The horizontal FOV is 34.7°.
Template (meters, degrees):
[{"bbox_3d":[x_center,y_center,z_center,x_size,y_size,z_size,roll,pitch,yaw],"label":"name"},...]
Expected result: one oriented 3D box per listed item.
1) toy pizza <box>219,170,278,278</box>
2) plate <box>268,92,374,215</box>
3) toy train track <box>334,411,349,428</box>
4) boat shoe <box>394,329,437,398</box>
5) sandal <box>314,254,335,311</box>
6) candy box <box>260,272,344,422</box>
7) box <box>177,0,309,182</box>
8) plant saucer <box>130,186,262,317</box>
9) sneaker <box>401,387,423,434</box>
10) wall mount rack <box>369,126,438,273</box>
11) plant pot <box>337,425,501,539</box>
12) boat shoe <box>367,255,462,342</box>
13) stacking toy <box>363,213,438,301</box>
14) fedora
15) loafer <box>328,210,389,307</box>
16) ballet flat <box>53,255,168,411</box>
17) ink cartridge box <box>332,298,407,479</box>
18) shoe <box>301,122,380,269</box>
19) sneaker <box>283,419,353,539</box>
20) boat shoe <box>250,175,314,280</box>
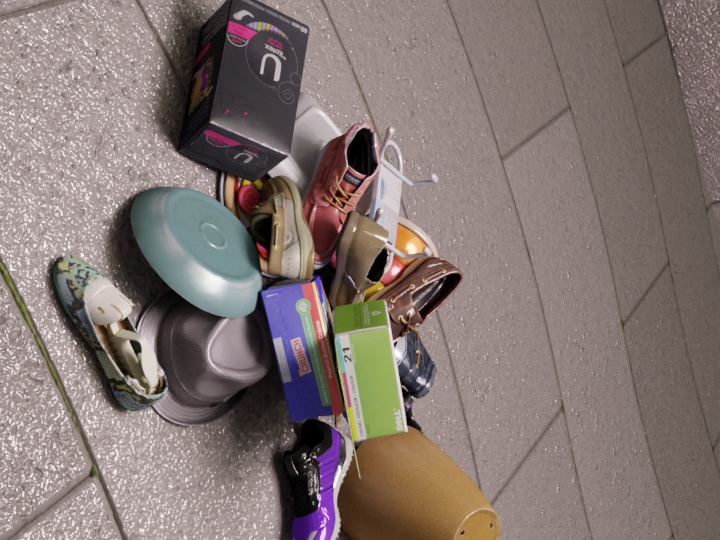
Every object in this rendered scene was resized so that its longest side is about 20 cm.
[{"bbox_3d":[-0.123,-0.091,1.609,0.199,0.031,0.204,21,64,-52],"label":"toy pizza"},{"bbox_3d":[-0.055,-0.151,1.653,0.200,0.032,0.200,50,35,-10],"label":"plate"},{"bbox_3d":[-0.012,0.206,1.586,0.200,0.113,0.033,-143,-130,-76],"label":"toy train track"},{"bbox_3d":[0.066,0.115,1.740,0.091,0.071,0.201,45,21,-18],"label":"boat shoe"},{"bbox_3d":[-0.049,0.005,1.658,0.045,0.074,0.204,19,68,-49],"label":"sandal"},{"bbox_3d":[-0.071,0.096,1.518,0.200,0.076,0.172,-65,143,-86],"label":"candy box"},{"bbox_3d":[-0.152,-0.240,1.514,0.121,0.106,0.203,19,64,-28],"label":"box"},{"bbox_3d":[-0.190,-0.034,1.414,0.199,0.036,0.201,37,28,-23],"label":"plant saucer"},{"bbox_3d":[0.036,0.179,1.719,0.076,0.087,0.202,-48,120,-49],"label":"sneaker"},{"bbox_3d":[0.047,-0.104,1.609,0.173,0.074,0.203,33,58,-54],"label":"wall mount rack"},{"bbox_3d":[0.097,0.338,1.614,0.184,0.199,0.190,-11,109,-36],"label":"plant pot"},{"bbox_3d":[0.064,0.053,1.645,0.200,0.070,0.071,-45,135,-20],"label":"boat shoe"},{"bbox_3d":[0.019,0.027,1.704,0.147,0.145,0.201,54,50,-32],"label":"stacking toy"},{"bbox_3d":[-0.177,0.098,1.429,0.199,0.089,0.180,-7,87,-56],"label":"fedora"},{"bbox_3d":[0.000,0.000,1.551,0.201,0.066,0.077,94,17,-60],"label":"loafer"},{"bbox_3d":[-0.277,0.067,1.313,0.074,0.073,0.202,-50,122,-48],"label":"ballet flat"},{"bbox_3d":[0.014,0.143,1.424,0.200,0.074,0.150,-101,-179,-71],"label":"ink cartridge box"},{"bbox_3d":[-0.032,-0.104,1.547,0.071,0.091,0.203,26,63,-20],"label":"shoe"},{"bbox_3d":[-0.073,0.289,1.554,0.100,0.069,0.202,48,38,-35],"label":"sneaker"},{"bbox_3d":[-0.109,-0.061,1.488,0.201,0.065,0.075,-115,-151,-54],"label":"boat shoe"}]
